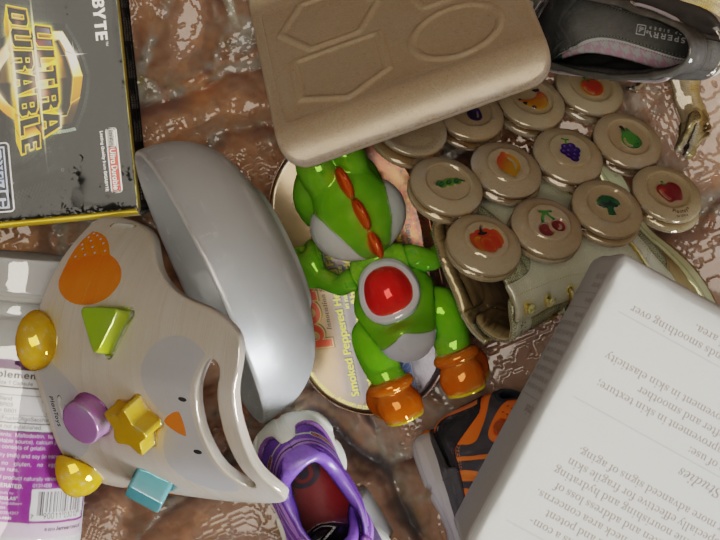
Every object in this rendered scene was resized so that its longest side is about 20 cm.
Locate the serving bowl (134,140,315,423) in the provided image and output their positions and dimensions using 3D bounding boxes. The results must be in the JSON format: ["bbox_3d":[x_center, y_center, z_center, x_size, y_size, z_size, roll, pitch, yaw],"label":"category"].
[{"bbox_3d":[-0.080,-0.002,1.587,0.066,0.200,0.201,-25,91,-9],"label":"serving bowl"}]

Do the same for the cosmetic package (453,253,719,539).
[{"bbox_3d":[0.175,0.115,1.454,0.167,0.166,0.201,29,90,0],"label":"cosmetic package"}]

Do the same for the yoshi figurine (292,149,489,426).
[{"bbox_3d":[0.011,-0.005,1.606,0.112,0.112,0.201,-8,111,46],"label":"yoshi figurine"}]

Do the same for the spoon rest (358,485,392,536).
[{"bbox_3d":[-0.072,0.221,1.661,0.199,0.061,0.100,-33,91,4],"label":"spoon rest"}]

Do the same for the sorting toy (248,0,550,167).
[{"bbox_3d":[0.023,-0.156,1.593,0.184,0.201,0.037,-19,130,4],"label":"sorting toy"}]

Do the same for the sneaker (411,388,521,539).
[{"bbox_3d":[0.116,0.162,1.598,0.112,0.078,0.201,-34,59,15],"label":"sneaker"}]

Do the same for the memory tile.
[{"bbox_3d":[0.117,-0.070,1.579,0.199,0.017,0.154,-15,57,-28],"label":"memory tile"}]

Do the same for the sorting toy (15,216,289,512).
[{"bbox_3d":[-0.121,0.083,1.547,0.107,0.179,0.201,-32,117,-37],"label":"sorting toy"}]

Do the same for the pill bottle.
[{"bbox_3d":[-0.239,0.089,1.638,0.111,0.112,0.201,5,93,3],"label":"pill bottle"}]

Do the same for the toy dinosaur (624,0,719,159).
[{"bbox_3d":[0.231,-0.182,1.634,0.101,0.058,0.201,17,101,-13],"label":"toy dinosaur"}]

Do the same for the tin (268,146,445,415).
[{"bbox_3d":[0.000,0.000,1.657,0.111,0.042,0.201,-11,92,0],"label":"tin"}]

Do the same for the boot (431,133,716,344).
[{"bbox_3d":[0.147,0.020,1.592,0.154,0.072,0.201,-31,85,-40],"label":"boot"}]

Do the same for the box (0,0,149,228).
[{"bbox_3d":[-0.237,-0.131,1.658,0.159,0.049,0.201,-5,93,5],"label":"box"}]

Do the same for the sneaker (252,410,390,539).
[{"bbox_3d":[-0.016,0.191,1.575,0.080,0.083,0.201,-28,111,-2],"label":"sneaker"}]

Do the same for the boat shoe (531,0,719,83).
[{"bbox_3d":[0.149,-0.163,1.591,0.199,0.057,0.067,12,103,30],"label":"boat shoe"}]
